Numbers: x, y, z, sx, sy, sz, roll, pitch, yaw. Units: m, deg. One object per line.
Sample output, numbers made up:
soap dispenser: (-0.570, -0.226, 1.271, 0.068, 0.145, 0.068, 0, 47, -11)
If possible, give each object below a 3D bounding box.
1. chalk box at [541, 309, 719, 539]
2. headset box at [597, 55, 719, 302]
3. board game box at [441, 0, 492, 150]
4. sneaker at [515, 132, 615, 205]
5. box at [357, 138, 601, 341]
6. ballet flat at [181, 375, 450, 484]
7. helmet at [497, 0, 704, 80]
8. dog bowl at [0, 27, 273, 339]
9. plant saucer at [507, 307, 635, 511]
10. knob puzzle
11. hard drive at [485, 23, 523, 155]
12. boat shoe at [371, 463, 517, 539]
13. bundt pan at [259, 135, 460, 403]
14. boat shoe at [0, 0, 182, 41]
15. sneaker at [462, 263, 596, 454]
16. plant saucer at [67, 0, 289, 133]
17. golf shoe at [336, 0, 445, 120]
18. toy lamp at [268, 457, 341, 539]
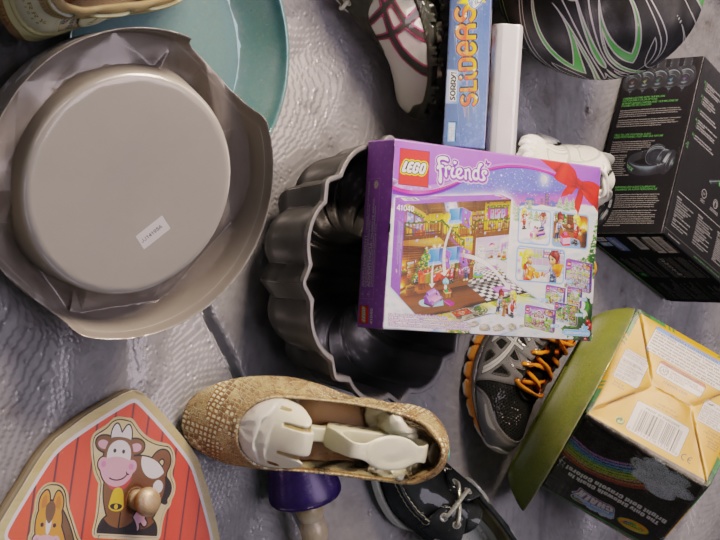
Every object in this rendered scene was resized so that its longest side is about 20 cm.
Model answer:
chalk box: (0.250, 0.155, 1.416, 0.124, 0.124, 0.200, -56, 172, -30)
headset box: (0.321, -0.093, 1.548, 0.174, 0.092, 0.201, 31, 68, -44)
board game box: (0.087, -0.191, 1.269, 0.135, 0.034, 0.202, 48, 45, -86)
sneaker: (0.173, -0.078, 1.336, 0.200, 0.080, 0.076, -42, 138, -70)
box: (0.093, -0.020, 1.187, 0.199, 0.039, 0.138, 5, 88, -33)
ballet flat: (-0.026, 0.116, 1.121, 0.198, 0.065, 0.071, 4, 96, -15)
helmet: (0.205, -0.257, 1.343, 0.199, 0.199, 0.192, -27, 109, -44)
dog bowl: (-0.155, -0.059, 1.001, 0.199, 0.059, 0.202, -12, 113, -29)
plant saucer: (0.177, 0.114, 1.369, 0.201, 0.031, 0.200, -60, 173, -12)
knob puzzle: (-0.163, 0.182, 1.064, 0.219, 0.030, 0.222, -2, 92, -48)
hard drive: (0.114, -0.095, 1.311, 0.132, 0.026, 0.202, 3, 91, -87)
boat shoe: (0.078, 0.203, 1.311, 0.200, 0.060, 0.076, 48, 58, -38)
bundt pan: (0.000, 0.000, 1.204, 0.201, 0.075, 0.204, -1, 92, -48)
boat shoe: (-0.139, -0.195, 1.000, 0.200, 0.062, 0.074, -38, 118, -41)
sneaker: (0.149, 0.062, 1.375, 0.078, 0.077, 0.202, 28, 72, -47)
plant saucer: (-0.130, -0.155, 1.084, 0.199, 0.036, 0.202, -3, 94, -47)
golf shoe: (0.024, -0.210, 1.236, 0.077, 0.087, 0.201, -87, 173, -53)
toy lamp: (-0.032, 0.219, 1.193, 0.058, 0.058, 0.202, -24, 109, -45)
